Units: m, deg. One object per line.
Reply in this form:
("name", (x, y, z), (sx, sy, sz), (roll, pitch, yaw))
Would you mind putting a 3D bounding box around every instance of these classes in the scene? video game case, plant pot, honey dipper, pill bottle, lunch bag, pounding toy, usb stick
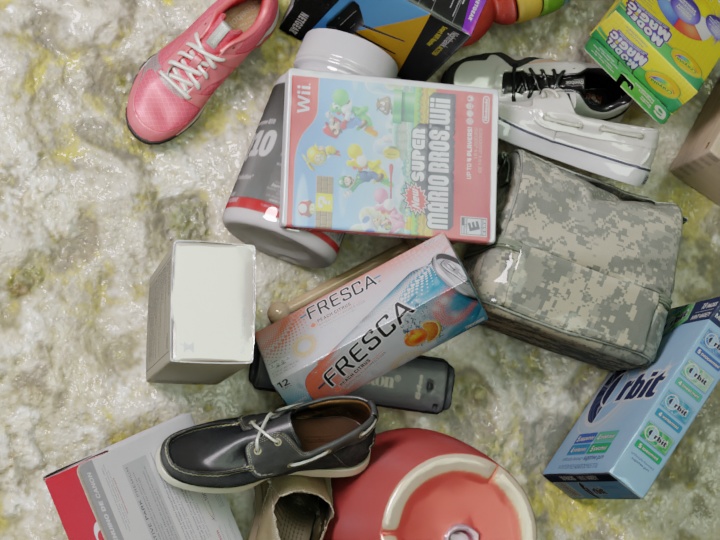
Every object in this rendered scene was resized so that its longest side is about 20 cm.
("video game case", (0.028, -0.102, 1.472), (0.198, 0.017, 0.145), (4, 82, -13))
("plant pot", (0.065, 0.238, 1.468), (0.198, 0.177, 0.203), (2, 82, -14))
("honey dipper", (0.000, 0.000, 1.559), (0.199, 0.038, 0.038), (-27, 89, -14))
("pill bottle", (-0.043, -0.115, 1.525), (0.113, 0.114, 0.202), (23, 77, -9))
("lunch bag", (0.203, -0.011, 1.555), (0.198, 0.139, 0.169), (19, 82, -10))
("pounding toy", (0.456, -0.134, 1.632), (0.199, 0.142, 0.185), (33, 76, -7))
("usb stick", (-0.009, 0.097, 1.544), (0.198, 0.033, 0.056), (9, 79, -12))

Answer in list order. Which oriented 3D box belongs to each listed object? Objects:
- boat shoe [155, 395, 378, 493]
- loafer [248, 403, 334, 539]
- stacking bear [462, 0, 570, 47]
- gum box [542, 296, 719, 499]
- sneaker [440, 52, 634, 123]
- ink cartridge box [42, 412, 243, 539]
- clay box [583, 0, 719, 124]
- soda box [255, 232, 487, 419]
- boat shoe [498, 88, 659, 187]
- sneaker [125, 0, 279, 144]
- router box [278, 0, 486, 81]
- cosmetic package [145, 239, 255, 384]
("boat shoe", (-0.080, 0.145, 1.419), (0.198, 0.068, 0.072), (-5, 53, -20))
("loafer", (-0.056, 0.204, 1.469), (0.076, 0.067, 0.202), (26, 50, -28))
("stacking bear", (0.147, -0.290, 1.603), (0.199, 0.114, 0.122), (-32, 90, -11))
("gum box", (0.269, 0.122, 1.537), (0.044, 0.170, 0.201), (37, 75, -7))
("sneaker", (0.178, -0.183, 1.607), (0.198, 0.080, 0.075), (1, 83, -12))
("ink cartridge box", (-0.183, 0.246, 1.406), (0.083, 0.175, 0.202), (-24, 87, 28))
("clay box", (0.305, -0.240, 1.618), (0.115, 0.048, 0.200), (43, 47, -5))
("soda box", (0.008, 0.050, 1.464), (0.199, 0.064, 0.069), (-29, 47, 4))
("boat shoe", (0.187, -0.141, 1.555), (0.198, 0.072, 0.066), (21, 100, 6))
("sneaker", (-0.148, -0.206, 1.527), (0.074, 0.087, 0.200), (41, 75, -4))
("router box", (0.017, -0.239, 1.512), (0.148, 0.200, 0.051), (27, 75, -8))
("cosmetic package", (-0.143, 0.041, 1.434), (0.072, 0.200, 0.105), (3, 82, -14))
